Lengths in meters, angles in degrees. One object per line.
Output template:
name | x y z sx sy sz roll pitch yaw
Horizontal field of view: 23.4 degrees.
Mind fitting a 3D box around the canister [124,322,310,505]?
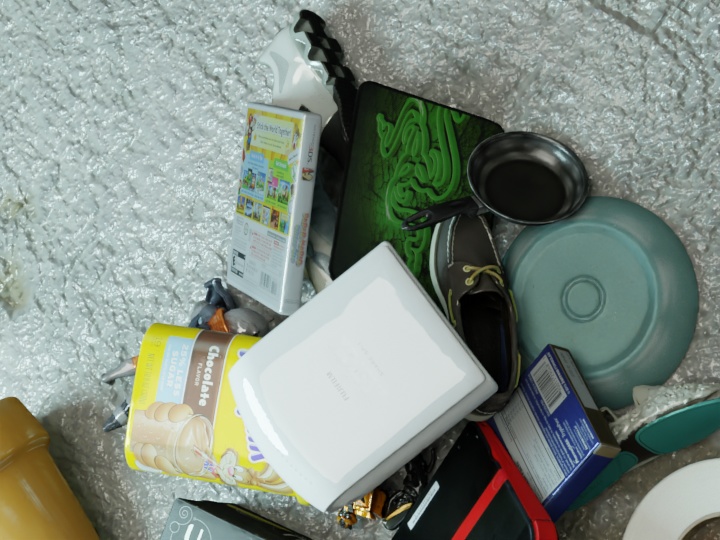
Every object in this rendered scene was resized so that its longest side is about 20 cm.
canister | -0.108 0.131 1.607 0.198 0.087 0.150 7 84 16

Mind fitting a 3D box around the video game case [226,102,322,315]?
video game case | -0.084 -0.063 1.650 0.023 0.200 0.184 5 96 -19

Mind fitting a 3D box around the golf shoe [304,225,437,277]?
golf shoe | 0.000 0.000 1.668 0.198 0.077 0.089 -4 85 23

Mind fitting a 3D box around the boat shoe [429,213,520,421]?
boat shoe | 0.109 0.031 1.570 0.061 0.071 0.203 137 131 -61

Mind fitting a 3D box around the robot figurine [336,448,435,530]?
robot figurine | 0.005 0.146 1.649 0.144 0.058 0.202 13 86 26

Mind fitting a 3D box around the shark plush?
shark plush | -0.013 -0.017 1.625 0.083 0.091 0.201 -22 67 -4

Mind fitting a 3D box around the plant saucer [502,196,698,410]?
plant saucer | 0.208 0.028 1.592 0.198 0.036 0.202 -4 80 24

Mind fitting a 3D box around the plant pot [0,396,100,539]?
plant pot | -0.357 0.261 1.732 0.183 0.200 0.200 45 101 6

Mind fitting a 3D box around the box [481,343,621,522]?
box | 0.142 0.178 1.557 0.200 0.032 0.122 -52 42 28

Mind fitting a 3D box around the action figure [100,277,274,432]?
action figure | -0.153 0.115 1.704 0.193 0.104 0.201 -42 66 22

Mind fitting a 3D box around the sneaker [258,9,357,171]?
sneaker | -0.040 -0.152 1.716 0.088 0.074 0.201 -36 63 25

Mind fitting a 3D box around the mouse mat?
mouse mat | 0.055 -0.064 1.614 0.008 0.159 0.202 153 129 -63

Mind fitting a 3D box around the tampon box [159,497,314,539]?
tampon box | -0.123 0.336 1.639 0.149 0.126 0.202 21 90 24

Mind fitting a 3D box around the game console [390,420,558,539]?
game console | 0.091 0.260 1.552 0.201 0.031 0.177 -58 33 21

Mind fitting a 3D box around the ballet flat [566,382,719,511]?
ballet flat | 0.239 0.141 1.545 0.199 0.072 0.072 -33 70 18

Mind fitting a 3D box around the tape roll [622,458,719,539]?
tape roll | 0.323 0.264 1.504 0.201 0.037 0.205 -4 80 24

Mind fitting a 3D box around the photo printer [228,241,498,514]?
photo printer | -0.006 0.098 1.504 0.199 0.069 0.167 -37 74 2

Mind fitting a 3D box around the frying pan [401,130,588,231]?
frying pan | 0.133 -0.060 1.588 0.114 0.031 0.190 31 54 18
